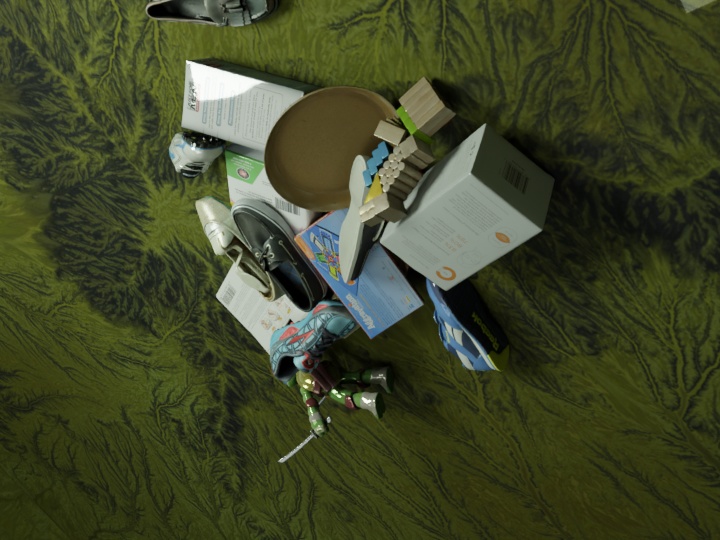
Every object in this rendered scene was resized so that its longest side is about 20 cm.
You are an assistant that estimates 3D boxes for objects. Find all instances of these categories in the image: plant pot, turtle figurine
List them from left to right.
[{"bbox_3d":[-0.037,-0.168,1.177,0.198,0.028,0.201,-10,134,-11],"label":"plant pot"},{"bbox_3d":[-0.040,0.233,1.538,0.192,0.144,0.202,0,94,22],"label":"turtle figurine"}]

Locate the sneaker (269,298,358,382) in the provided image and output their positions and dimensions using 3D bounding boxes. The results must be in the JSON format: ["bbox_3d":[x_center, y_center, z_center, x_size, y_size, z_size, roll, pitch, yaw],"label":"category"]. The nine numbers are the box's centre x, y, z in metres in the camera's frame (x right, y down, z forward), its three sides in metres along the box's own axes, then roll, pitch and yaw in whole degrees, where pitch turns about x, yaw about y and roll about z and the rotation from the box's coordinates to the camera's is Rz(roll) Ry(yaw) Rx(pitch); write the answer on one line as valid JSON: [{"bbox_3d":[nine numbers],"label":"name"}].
[{"bbox_3d":[-0.071,0.122,1.392,0.079,0.096,0.199,31,134,-29],"label":"sneaker"}]

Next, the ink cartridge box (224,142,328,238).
[{"bbox_3d":[-0.121,-0.104,1.332,0.144,0.084,0.201,20,136,20],"label":"ink cartridge box"}]

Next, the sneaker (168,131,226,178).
[{"bbox_3d":[-0.249,-0.175,1.314,0.200,0.071,0.073,-159,72,-69],"label":"sneaker"}]

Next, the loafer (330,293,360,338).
[{"bbox_3d":[-0.046,0.087,1.465,0.076,0.068,0.200,44,141,-11],"label":"loafer"}]

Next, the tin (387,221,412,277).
[{"bbox_3d":[0.032,-0.044,1.313,0.111,0.042,0.201,23,138,11],"label":"tin"}]

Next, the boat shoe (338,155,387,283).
[{"bbox_3d":[0.011,-0.070,1.217,0.060,0.074,0.202,-2,121,-20],"label":"boat shoe"}]

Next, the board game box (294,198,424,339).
[{"bbox_3d":[0.000,0.000,1.294,0.102,0.019,0.201,-33,109,11],"label":"board game box"}]

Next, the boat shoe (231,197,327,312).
[{"bbox_3d":[-0.123,-0.022,1.294,0.068,0.057,0.200,-29,111,35],"label":"boat shoe"}]

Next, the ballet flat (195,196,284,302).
[{"bbox_3d":[-0.188,-0.032,1.333,0.200,0.062,0.067,43,137,-6],"label":"ballet flat"}]

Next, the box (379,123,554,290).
[{"bbox_3d":[0.139,-0.078,1.142,0.124,0.098,0.200,35,141,-16],"label":"box"}]

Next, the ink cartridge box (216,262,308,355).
[{"bbox_3d":[-0.156,0.049,1.507,0.176,0.045,0.200,46,140,7],"label":"ink cartridge box"}]

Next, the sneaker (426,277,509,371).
[{"bbox_3d":[0.148,0.079,1.316,0.082,0.074,0.201,-14,117,45],"label":"sneaker"}]

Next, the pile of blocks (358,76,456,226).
[{"bbox_3d":[0.058,-0.149,1.132,0.082,0.201,0.062,34,-172,36],"label":"pile of blocks"}]

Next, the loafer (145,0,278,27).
[{"bbox_3d":[-0.205,-0.359,1.175,0.198,0.063,0.072,9,132,30],"label":"loafer"}]

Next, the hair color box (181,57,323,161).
[{"bbox_3d":[-0.158,-0.233,1.237,0.198,0.061,0.100,19,114,20],"label":"hair color box"}]
